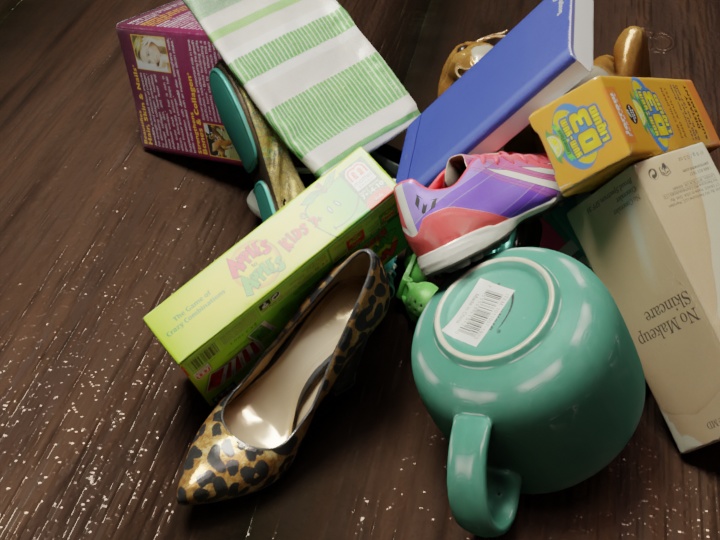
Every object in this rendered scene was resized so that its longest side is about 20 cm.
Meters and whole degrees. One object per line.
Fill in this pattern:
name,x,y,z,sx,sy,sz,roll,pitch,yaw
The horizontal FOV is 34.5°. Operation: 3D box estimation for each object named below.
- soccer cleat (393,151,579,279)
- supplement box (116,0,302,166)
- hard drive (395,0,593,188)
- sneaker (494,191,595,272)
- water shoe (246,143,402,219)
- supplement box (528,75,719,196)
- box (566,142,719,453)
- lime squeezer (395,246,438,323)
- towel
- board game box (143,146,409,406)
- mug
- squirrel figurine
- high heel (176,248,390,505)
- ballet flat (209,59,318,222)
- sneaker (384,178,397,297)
soccer cleat,0.103,-0.063,0.863,0.199,0.074,0.068,-31,5,-40
supplement box,-0.124,-0.182,1.116,0.199,0.132,0.103,14,35,37
hard drive,0.104,-0.136,0.930,0.025,0.200,0.133,36,37,-19
sneaker,0.156,0.022,0.940,0.120,0.083,0.202,-19,62,33
water shoe,-0.006,-0.088,1.064,0.197,0.080,0.072,-2,26,-4
supplement box,0.208,-0.106,0.893,0.199,0.068,0.067,-14,78,-53
box,0.243,0.020,0.851,0.077,0.095,0.202,-17,76,-30
lime squeezer,0.062,0.011,0.982,0.070,0.038,0.200,-13,38,-17
towel,-0.046,-0.185,1.005,0.152,0.023,0.201,-37,93,-40
board game box,-0.056,0.006,0.861,0.199,0.102,0.048,-39,68,-10
mug,0.113,0.071,0.799,0.151,0.115,0.186,-23,42,12
squirrel figurine,0.160,-0.128,1.062,0.185,0.201,0.142,14,57,34
high heel,-0.055,0.069,0.807,0.071,0.143,0.200,34,45,19
ballet flat,-0.070,-0.091,1.007,0.070,0.202,0.071,-20,-1,0
sneaker,0.000,0.000,0.964,0.079,0.078,0.200,29,58,29
